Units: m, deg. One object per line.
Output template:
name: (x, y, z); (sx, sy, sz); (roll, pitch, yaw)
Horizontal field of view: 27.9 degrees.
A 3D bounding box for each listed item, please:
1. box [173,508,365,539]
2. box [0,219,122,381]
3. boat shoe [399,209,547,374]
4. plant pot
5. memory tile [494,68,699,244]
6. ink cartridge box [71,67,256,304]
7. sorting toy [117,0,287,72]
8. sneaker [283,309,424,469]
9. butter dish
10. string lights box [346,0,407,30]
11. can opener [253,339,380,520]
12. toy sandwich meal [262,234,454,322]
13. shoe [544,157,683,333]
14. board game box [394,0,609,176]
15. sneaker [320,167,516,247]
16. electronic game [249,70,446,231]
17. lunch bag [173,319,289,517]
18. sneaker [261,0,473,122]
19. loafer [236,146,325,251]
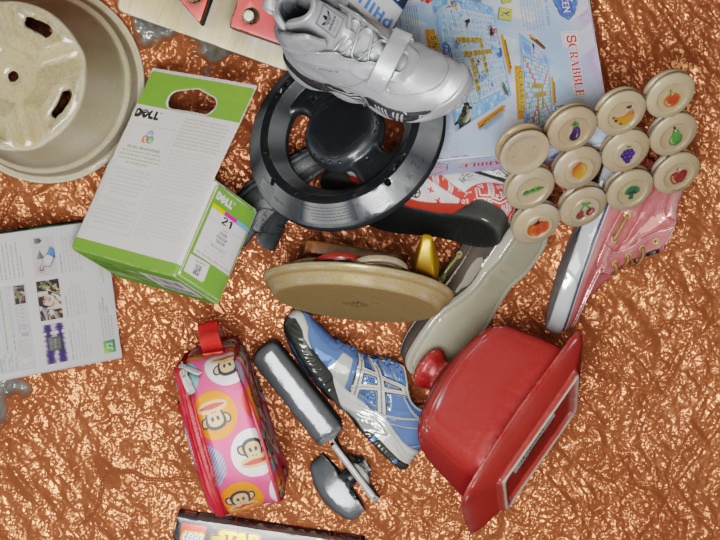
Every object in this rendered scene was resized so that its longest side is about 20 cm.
box: (-0.101, 0.331, 1.501); (0.199, 0.040, 0.138); (8, 94, -2)
box: (-0.338, 0.032, 1.422); (0.199, 0.036, 0.145); (-9, 96, -34)
boat shoe: (0.106, 0.017, 1.472); (0.200, 0.060, 0.072); (-51, 137, 5)
plant pot: (-0.314, -0.182, 1.378); (0.199, 0.183, 0.202); (0, 94, -2)
memory tile: (0.229, -0.105, 1.378); (0.199, 0.017, 0.154); (-20, 135, -4)
ink cartridge box: (-0.172, -0.085, 1.412); (0.147, 0.076, 0.201); (14, 76, 36)
sorting toy: (-0.119, -0.321, 1.430); (0.198, 0.070, 0.201); (19, 94, -3)
sneaker: (0.000, 0.108, 1.475); (0.077, 0.076, 0.200); (-44, 105, -4)
butter dish: (0.118, 0.131, 1.422); (0.147, 0.200, 0.200); (34, 77, 17)
string lights box: (0.021, -0.331, 1.392); (0.103, 0.059, 0.201); (37, 71, -31)
can opener: (-0.052, 0.166, 1.482); (0.067, 0.053, 0.200); (-38, 94, 1)
toy sandwich meal: (0.000, 0.000, 1.400); (0.204, 0.205, 0.071); (6, 77, -3)
shoe: (0.259, -0.021, 1.468); (0.090, 0.071, 0.201); (20, 91, -1)
board game box: (0.135, -0.198, 1.428); (0.198, 0.041, 0.201); (-5, 72, -1)
sneaker: (0.068, -0.094, 1.463); (0.200, 0.067, 0.108); (14, 57, 22)
electronic game: (-0.014, -0.131, 1.388); (0.199, 0.042, 0.201); (-8, 65, 18)
lunch bag: (-0.128, 0.135, 1.403); (0.081, 0.200, 0.177); (-16, 92, -2)
sneaker: (0.001, -0.201, 1.322); (0.199, 0.115, 0.075); (18, 75, 27)
loafer: (-0.102, -0.052, 1.454); (0.200, 0.068, 0.071); (-37, 93, 8)
